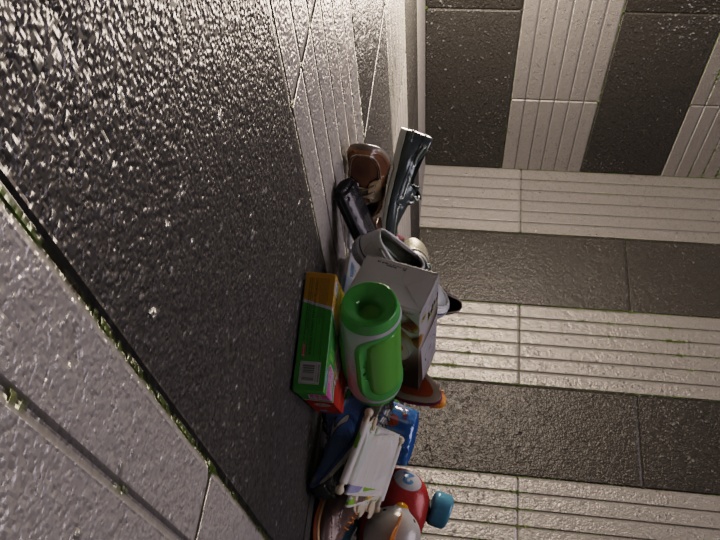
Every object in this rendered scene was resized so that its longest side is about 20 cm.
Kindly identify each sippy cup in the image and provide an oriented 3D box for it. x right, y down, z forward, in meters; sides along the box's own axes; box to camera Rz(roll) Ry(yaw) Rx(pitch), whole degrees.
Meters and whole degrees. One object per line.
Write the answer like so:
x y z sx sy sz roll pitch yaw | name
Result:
0.031 0.277 1.318 0.140 0.129 0.179 90 16 -52 | sippy cup

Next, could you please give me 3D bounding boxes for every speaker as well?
0.016 0.106 1.044 0.201 0.088 0.089 86 11 -50 | speaker

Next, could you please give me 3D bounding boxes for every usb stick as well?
0.010 -0.049 1.191 0.056 0.032 0.201 -56 131 -45 | usb stick

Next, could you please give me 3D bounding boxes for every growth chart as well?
0.017 0.296 1.135 0.145 0.018 0.200 -65 153 -14 | growth chart

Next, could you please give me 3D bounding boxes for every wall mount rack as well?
0.000 0.000 1.271 0.174 0.074 0.201 45 38 -35 | wall mount rack

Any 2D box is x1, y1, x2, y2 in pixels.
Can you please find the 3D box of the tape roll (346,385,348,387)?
0.013 0.118 1.408 0.202 0.070 0.204 4 90 -82 | tape roll

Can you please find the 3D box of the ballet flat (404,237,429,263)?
0.093 0.023 1.355 0.062 0.067 0.201 136 -28 -60 | ballet flat

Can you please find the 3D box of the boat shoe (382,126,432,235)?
0.077 -0.138 1.285 0.073 0.061 0.201 -72 172 -77 | boat shoe

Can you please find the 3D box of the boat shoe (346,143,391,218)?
0.013 -0.146 1.276 0.200 0.075 0.072 71 26 -68 | boat shoe

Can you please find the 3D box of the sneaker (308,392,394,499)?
-0.026 0.254 1.145 0.200 0.089 0.079 -54 148 -37 | sneaker

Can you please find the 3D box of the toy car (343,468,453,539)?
0.057 0.419 1.253 0.200 0.183 0.178 100 11 -77 | toy car

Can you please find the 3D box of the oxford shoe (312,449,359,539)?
-0.031 0.377 1.169 0.071 0.072 0.201 71 24 -73 | oxford shoe

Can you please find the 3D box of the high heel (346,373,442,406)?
0.049 0.186 1.250 0.068 0.199 0.096 -51 149 -25 | high heel

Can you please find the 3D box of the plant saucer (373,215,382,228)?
0.021 -0.013 1.563 0.200 0.032 0.202 3 90 -82 | plant saucer

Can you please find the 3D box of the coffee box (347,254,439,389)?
0.051 0.081 1.137 0.201 0.114 0.080 84 28 -50 | coffee box

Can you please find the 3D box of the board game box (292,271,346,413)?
-0.048 0.105 1.032 0.200 0.040 0.154 72 23 -72 | board game box

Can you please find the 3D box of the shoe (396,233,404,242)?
0.062 -0.021 1.477 0.200 0.071 0.092 29 71 -77 | shoe

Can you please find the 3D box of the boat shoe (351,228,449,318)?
0.076 0.009 1.159 0.067 0.200 0.074 -27 -141 43 | boat shoe

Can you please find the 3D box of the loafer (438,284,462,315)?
0.110 0.048 1.263 0.200 0.063 0.072 1 104 -60 | loafer

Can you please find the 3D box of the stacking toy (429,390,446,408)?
0.096 0.214 1.558 0.116 0.200 0.110 -53 177 6 | stacking toy
